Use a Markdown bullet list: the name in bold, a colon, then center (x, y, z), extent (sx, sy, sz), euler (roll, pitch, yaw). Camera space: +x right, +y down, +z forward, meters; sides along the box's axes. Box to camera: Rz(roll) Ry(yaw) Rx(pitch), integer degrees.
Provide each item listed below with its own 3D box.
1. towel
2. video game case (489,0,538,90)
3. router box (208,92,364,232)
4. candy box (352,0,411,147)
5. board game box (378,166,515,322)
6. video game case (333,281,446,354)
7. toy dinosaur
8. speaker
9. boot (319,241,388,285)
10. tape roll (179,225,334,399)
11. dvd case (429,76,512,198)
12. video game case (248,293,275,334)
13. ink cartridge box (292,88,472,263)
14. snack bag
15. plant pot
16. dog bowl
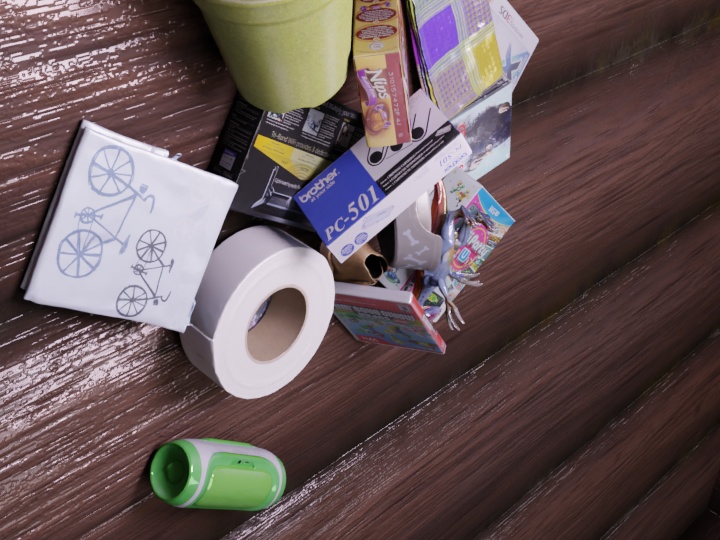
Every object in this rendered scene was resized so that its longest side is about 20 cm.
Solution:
- **towel**: center (0.129, -0.311, 1.306), extent (0.143, 0.023, 0.203), euler (-36, 131, -23)
- **video game case**: center (0.172, -0.284, 1.407), extent (0.181, 0.022, 0.203), euler (25, 94, -55)
- **router box**: center (-0.080, -0.138, 1.165), extent (0.198, 0.052, 0.160), euler (13, 102, -54)
- **candy box**: center (0.024, -0.250, 1.115), extent (0.055, 0.202, 0.118), euler (-6, 133, 5)
- **board game box**: center (0.125, -0.036, 1.457), extent (0.201, 0.064, 0.147), euler (-52, 146, 4)
- **video game case**: center (0.030, 0.066, 1.352), extent (0.200, 0.140, 0.018), euler (53, 49, -60)
- **toy dinosaur**: center (0.109, -0.014, 1.371), extent (0.181, 0.201, 0.104), euler (-44, 163, 27)
- **speaker**: center (-0.184, 0.271, 1.292), extent (0.199, 0.088, 0.090), euler (24, 95, -55)
- **boot**: center (0.000, 0.000, 1.299), extent (0.074, 0.075, 0.200), euler (-56, 165, -8)
- **tape roll**: center (-0.124, 0.052, 1.198), extent (0.201, 0.070, 0.206), euler (-31, 136, -35)
- **dvd case**: center (0.142, -0.174, 1.414), extent (0.198, 0.022, 0.148), euler (-33, 143, -21)
- **video game case**: center (-0.121, 0.048, 1.274), extent (0.199, 0.019, 0.145), euler (17, 100, -53)
- **ink cartridge box**: center (0.024, -0.111, 1.137), extent (0.199, 0.094, 0.044), euler (-40, 143, 4)
- **snack bag**: center (-0.236, -0.039, 1.032), extent (0.197, 0.021, 0.192), euler (16, 100, -40)
- **plant pot**: center (-0.082, -0.268, 0.980), extent (0.200, 0.199, 0.186), euler (-44, 154, -21)
- **dog bowl**: center (0.052, -0.096, 1.254), extent (0.057, 0.202, 0.203), euler (-9, 128, -7)
